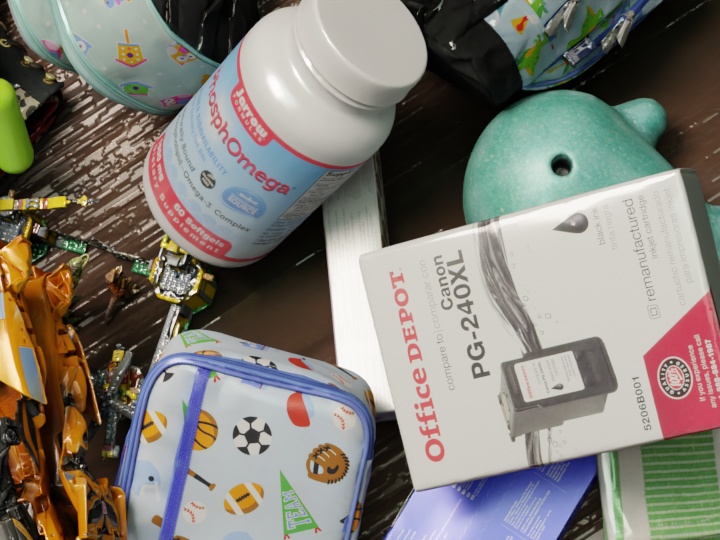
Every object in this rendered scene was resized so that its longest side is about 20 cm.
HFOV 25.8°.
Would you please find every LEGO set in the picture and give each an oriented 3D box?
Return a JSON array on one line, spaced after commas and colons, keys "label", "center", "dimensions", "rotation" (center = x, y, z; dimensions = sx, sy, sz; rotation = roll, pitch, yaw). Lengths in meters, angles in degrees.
[{"label": "LEGO set", "center": [-0.198, 0.023, 1.039], "dimensions": [0.198, 0.116, 0.155], "rotation": [23, 81, 14]}]

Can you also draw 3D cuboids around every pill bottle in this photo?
[{"label": "pill bottle", "center": [-0.048, -0.094, 0.992], "dimensions": [0.200, 0.108, 0.110], "rotation": [-42, 66, 43]}]

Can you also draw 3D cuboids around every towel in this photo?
[{"label": "towel", "center": [0.239, 0.087, 0.965], "dimensions": [0.197, 0.023, 0.155], "rotation": [-7, 85, -2]}]

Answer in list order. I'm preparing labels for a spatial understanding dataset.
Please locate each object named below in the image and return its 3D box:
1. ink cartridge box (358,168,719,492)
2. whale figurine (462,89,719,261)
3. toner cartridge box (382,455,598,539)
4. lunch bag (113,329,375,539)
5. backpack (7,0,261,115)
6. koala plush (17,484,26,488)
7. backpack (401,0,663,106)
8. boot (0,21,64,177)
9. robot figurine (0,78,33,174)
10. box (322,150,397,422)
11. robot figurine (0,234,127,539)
[{"label": "ink cartridge box", "center": [0.112, 0.036, 0.917], "dimensions": [0.198, 0.083, 0.147], "rotation": [-15, 87, 19]}, {"label": "whale figurine", "center": [0.161, -0.040, 0.998], "dimensions": [0.198, 0.104, 0.161], "rotation": [22, 80, 12]}, {"label": "toner cartridge box", "center": [0.079, 0.157, 0.995], "dimensions": [0.094, 0.043, 0.201], "rotation": [31, 83, 16]}, {"label": "lunch bag", "center": [-0.080, 0.144, 0.967], "dimensions": [0.158, 0.076, 0.202], "rotation": [14, 104, -4]}, {"label": "backpack", "center": [-0.152, -0.204, 1.061], "dimensions": [0.152, 0.175, 0.202], "rotation": [-27, 73, 20]}, {"label": "koala plush", "center": [-0.282, 0.131, 0.997], "dimensions": [0.198, 0.178, 0.186], "rotation": [10, 65, 22]}, {"label": "backpack", "center": [0.120, -0.203, 1.025], "dimensions": [0.201, 0.153, 0.163], "rotation": [-54, 31, 2]}, {"label": "boot", "center": [-0.263, -0.177, 1.131], "dimensions": [0.153, 0.074, 0.204], "rotation": [36, 77, 7]}, {"label": "robot figurine", "center": [-0.306, -0.097, 1.024], "dimensions": [0.173, 0.116, 0.203], "rotation": [5, 84, 10]}, {"label": "box", "center": [0.000, 0.000, 1.050], "dimensions": [0.041, 0.039, 0.203], "rotation": [-9, 75, 9]}, {"label": "robot figurine", "center": [-0.185, 0.088, 0.911], "dimensions": [0.058, 0.145, 0.202], "rotation": [-18, 76, 6]}]
